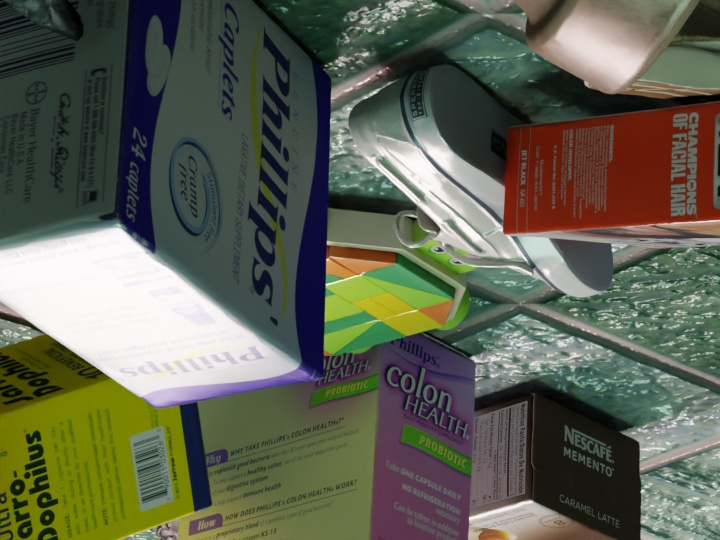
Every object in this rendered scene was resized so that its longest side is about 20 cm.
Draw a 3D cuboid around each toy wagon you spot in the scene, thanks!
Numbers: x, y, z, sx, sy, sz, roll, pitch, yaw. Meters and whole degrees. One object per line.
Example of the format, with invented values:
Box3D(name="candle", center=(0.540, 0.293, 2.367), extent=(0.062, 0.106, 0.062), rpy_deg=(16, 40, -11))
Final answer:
Box3D(name="toy wagon", center=(0.000, 0.000, 1.626), extent=(0.200, 0.040, 0.155), rpy_deg=(-15, 149, 35))

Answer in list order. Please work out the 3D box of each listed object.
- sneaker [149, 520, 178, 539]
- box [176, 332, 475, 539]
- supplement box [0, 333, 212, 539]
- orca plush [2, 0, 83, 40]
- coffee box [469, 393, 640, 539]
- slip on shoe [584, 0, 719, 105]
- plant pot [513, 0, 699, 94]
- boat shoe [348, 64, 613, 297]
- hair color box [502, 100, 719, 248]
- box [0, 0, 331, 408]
Box3D(name="sneaker", center=(-0.110, 0.164, 1.954), extent=(0.099, 0.070, 0.200), rpy_deg=(8, 154, -5))
Box3D(name="box", center=(-0.024, 0.153, 1.766), extent=(0.176, 0.200, 0.097), rpy_deg=(-19, 147, 38))
Box3D(name="supplement box", center=(-0.208, 0.114, 1.679), extent=(0.200, 0.110, 0.109), rpy_deg=(-18, -159, -29))
Box3D(name="orca plush", center=(-0.087, -0.180, 1.216), extent=(0.071, 0.105, 0.200), rpy_deg=(-25, 154, -49))
Box3D(name="coffee box", center=(0.083, 0.161, 1.891), extent=(0.200, 0.080, 0.114), rpy_deg=(-20, 146, 41))
Box3D(name="slip on shoe", center=(0.179, -0.111, 1.348), extent=(0.076, 0.061, 0.200), rpy_deg=(-1, 176, 42))
Box3D(name="plant pot", center=(0.069, -0.193, 1.065), extent=(0.174, 0.200, 0.200), rpy_deg=(25, 151, -6))
Box3D(name="boat shoe", center=(0.059, -0.039, 1.497), extent=(0.086, 0.075, 0.202), rpy_deg=(-15, 147, 32))
Box3D(name="hair color box", center=(0.176, -0.046, 1.391), extent=(0.111, 0.064, 0.200), rpy_deg=(5, 175, -33))
Box3D(name="box", center=(-0.105, -0.055, 1.356), extent=(0.105, 0.184, 0.200), rpy_deg=(-11, 152, 25))
